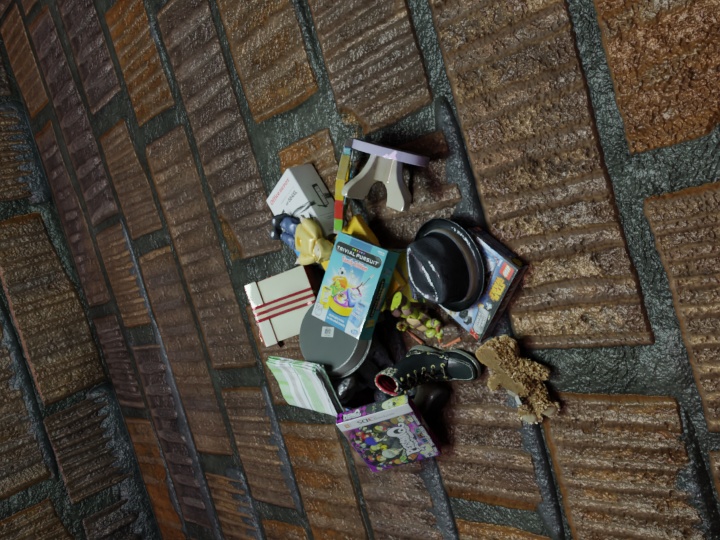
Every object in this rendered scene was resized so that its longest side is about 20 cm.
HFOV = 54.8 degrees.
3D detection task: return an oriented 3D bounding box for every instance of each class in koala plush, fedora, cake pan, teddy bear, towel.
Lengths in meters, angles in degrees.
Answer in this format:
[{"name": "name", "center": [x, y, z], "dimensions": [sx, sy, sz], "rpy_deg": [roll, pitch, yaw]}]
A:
[{"name": "koala plush", "center": [-0.035, 0.253, 1.697], "dimensions": [0.177, 0.199, 0.185], "rpy_deg": [10, 112, 46]}, {"name": "fedora", "center": [0.154, -0.004, 1.405], "dimensions": [0.200, 0.091, 0.202], "rpy_deg": [20, 118, 43]}, {"name": "cake pan", "center": [-0.065, 0.148, 1.612], "dimensions": [0.199, 0.037, 0.202], "rpy_deg": [-9, 74, 33]}, {"name": "teddy bear", "center": [0.321, 0.218, 1.402], "dimensions": [0.200, 0.067, 0.145], "rpy_deg": [45, 143, 18]}, {"name": "towel", "center": [-0.135, 0.276, 1.639], "dimensions": [0.199, 0.031, 0.150], "rpy_deg": [0, 119, 46]}]

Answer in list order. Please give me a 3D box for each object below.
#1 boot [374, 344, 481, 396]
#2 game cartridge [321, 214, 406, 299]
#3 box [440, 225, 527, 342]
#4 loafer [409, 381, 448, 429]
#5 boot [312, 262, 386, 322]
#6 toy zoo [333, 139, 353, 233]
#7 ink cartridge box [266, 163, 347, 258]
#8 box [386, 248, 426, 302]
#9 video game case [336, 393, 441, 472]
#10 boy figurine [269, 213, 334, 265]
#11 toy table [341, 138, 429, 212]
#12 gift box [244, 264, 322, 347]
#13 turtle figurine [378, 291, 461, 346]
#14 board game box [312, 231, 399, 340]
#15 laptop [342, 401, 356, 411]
[{"name": "boot", "center": [0.146, 0.230, 1.519], "dimensions": [0.203, 0.153, 0.074], "rpy_deg": [7, 115, 46]}, {"name": "game cartridge", "center": [0.000, 0.000, 1.610], "dimensions": [0.176, 0.032, 0.201], "rpy_deg": [-47, 67, 40]}, {"name": "box", "center": [0.243, 0.029, 1.421], "dimensions": [0.137, 0.040, 0.201], "rpy_deg": [44, 133, 29]}, {"name": "loafer", "center": [0.146, 0.323, 1.635], "dimensions": [0.071, 0.073, 0.201], "rpy_deg": [56, 136, 35]}, {"name": "boot", "center": [-0.030, 0.047, 1.723], "dimensions": [0.181, 0.072, 0.201], "rpy_deg": [-14, 101, 51]}, {"name": "toy zoo", "center": [-0.036, -0.196, 1.551], "dimensions": [0.020, 0.132, 0.201], "rpy_deg": [9, 141, 3]}, {"name": "ink cartridge box", "center": [-0.135, -0.143, 1.742], "dimensions": [0.201, 0.084, 0.146], "rpy_deg": [58, 138, 13]}, {"name": "box", "center": [0.097, 0.011, 1.574], "dimensions": [0.199, 0.048, 0.118], "rpy_deg": [0, 105, 46]}, {"name": "video game case", "center": [0.067, 0.377, 1.597], "dimensions": [0.180, 0.036, 0.200], "rpy_deg": [-19, 126, 17]}, {"name": "boy figurine", "center": [-0.133, -0.065, 1.658], "dimensions": [0.200, 0.064, 0.125], "rpy_deg": [32, 120, 38]}, {"name": "toy table", "center": [0.049, -0.201, 1.456], "dimensions": [0.200, 0.183, 0.118], "rpy_deg": [34, 114, 57]}, {"name": "gift box", "center": [-0.182, 0.091, 1.784], "dimensions": [0.186, 0.200, 0.186], "rpy_deg": [-19, 86, 8]}, {"name": "turtle figurine", "center": [0.127, 0.106, 1.532], "dimensions": [0.161, 0.065, 0.200], "rpy_deg": [35, 165, -27]}, {"name": "board game box", "center": [-0.014, 0.032, 1.536], "dimensions": [0.151, 0.047, 0.201], "rpy_deg": [23, 98, 38]}, {"name": "laptop", "center": [-0.069, 0.384, 1.795], "dimensions": [0.187, 0.199, 0.116], "rpy_deg": [-176, 109, -78]}]
